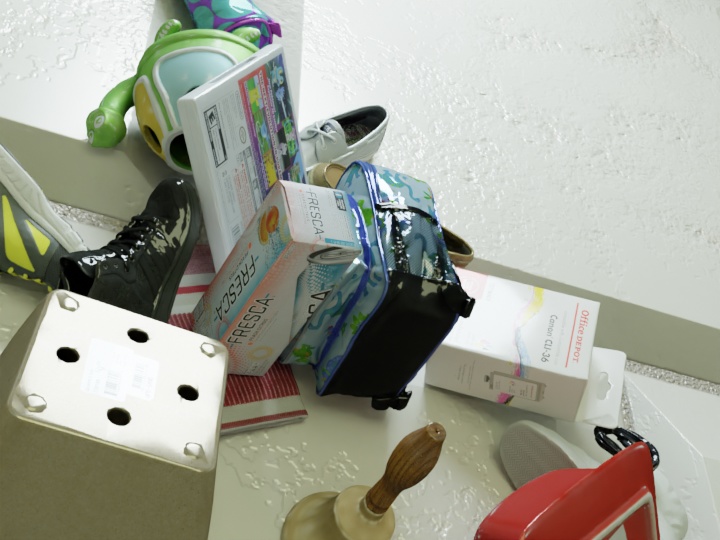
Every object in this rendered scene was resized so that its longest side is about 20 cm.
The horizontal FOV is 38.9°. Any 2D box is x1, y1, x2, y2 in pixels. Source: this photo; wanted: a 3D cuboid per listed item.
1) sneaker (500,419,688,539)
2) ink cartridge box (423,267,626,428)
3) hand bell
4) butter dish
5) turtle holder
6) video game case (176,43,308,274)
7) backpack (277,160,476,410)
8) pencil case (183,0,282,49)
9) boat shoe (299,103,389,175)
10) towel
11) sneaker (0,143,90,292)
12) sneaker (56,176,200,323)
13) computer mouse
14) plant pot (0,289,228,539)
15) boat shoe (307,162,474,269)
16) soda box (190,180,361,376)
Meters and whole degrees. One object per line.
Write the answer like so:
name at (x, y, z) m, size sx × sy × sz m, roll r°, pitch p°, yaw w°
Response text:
sneaker at (0.233, 0.213, 1.009) m, size 0.200 × 0.074 × 0.115 m, roll 43°, pitch 31°, yaw 14°
ink cartridge box at (0.174, 0.078, 1.036) m, size 0.197 × 0.068 × 0.117 m, roll 14°, pitch 44°, yaw 9°
hand bell at (0.018, 0.180, 0.810) m, size 0.103 × 0.201 × 0.105 m, roll 16°, pitch 47°, yaw -17°
butter dish at (0.160, 0.258, 0.876) m, size 0.199 × 0.147 × 0.202 m, roll -22°, pitch 110°, yaw -39°
turtle holder at (-0.177, -0.171, 1.042) m, size 0.183 × 0.141 × 0.133 m, roll 14°, pitch 48°, yaw -20°
video game case at (-0.103, -0.095, 0.983) m, size 0.023 × 0.202 × 0.182 m, roll 1°, pitch 26°, yaw 23°
backpack at (0.000, 0.000, 0.967) m, size 0.145 × 0.184 × 0.202 m, roll 15°, pitch 42°, yaw -19°
pencil case at (-0.170, -0.339, 1.227) m, size 0.091 × 0.085 × 0.202 m, roll -21°, pitch 62°, yaw -8°
boat shoe at (-0.039, -0.140, 1.144) m, size 0.199 × 0.069 × 0.072 m, roll -21°, pitch 65°, yaw -40°
towel at (-0.143, 0.062, 0.949) m, size 0.143 × 0.023 × 0.202 m, roll -5°, pitch 58°, yaw -35°
sneaker at (-0.295, -0.018, 0.908) m, size 0.084 × 0.074 × 0.201 m, roll -39°, pitch 86°, yaw -12°
sneaker at (-0.203, 0.000, 0.854) m, size 0.104 × 0.059 × 0.202 m, roll 30°, pitch 67°, yaw -48°
computer mouse at (0.231, 0.141, 1.050) m, size 0.058 × 0.034 × 0.200 m, roll -11°, pitch 41°, yaw -27°
plant pot at (-0.186, 0.137, 0.714) m, size 0.198 × 0.178 × 0.201 m, roll 20°, pitch 30°, yaw -15°
boat shoe at (0.033, -0.059, 1.102) m, size 0.199 × 0.063 × 0.074 m, roll 33°, pitch 47°, yaw -13°
soda box at (-0.078, 0.013, 0.870) m, size 0.068 × 0.200 × 0.064 m, roll 7°, pitch 52°, yaw -30°
